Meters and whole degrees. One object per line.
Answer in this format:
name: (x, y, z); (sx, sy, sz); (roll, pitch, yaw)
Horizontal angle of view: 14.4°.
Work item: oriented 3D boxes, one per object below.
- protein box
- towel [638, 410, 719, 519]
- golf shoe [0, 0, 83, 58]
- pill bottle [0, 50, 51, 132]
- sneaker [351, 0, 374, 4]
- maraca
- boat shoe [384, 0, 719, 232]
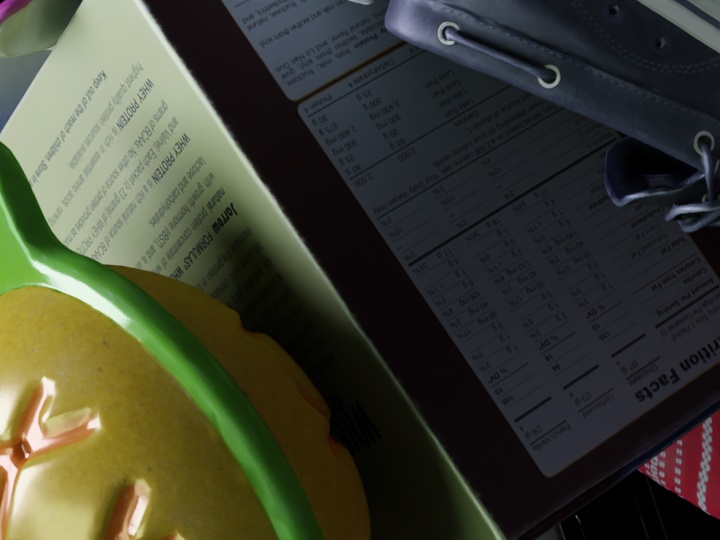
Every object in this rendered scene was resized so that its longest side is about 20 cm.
protein box: (0.000, 0.000, 0.895); (0.200, 0.135, 0.199); (56, 150, 7)
towel: (0.127, 0.033, 0.888); (0.200, 0.022, 0.145); (32, 139, 43)
golf shoe: (-0.087, -0.156, 0.829); (0.075, 0.092, 0.201); (12, 108, 15)
pill bottle: (-0.182, -0.141, 1.008); (0.200, 0.119, 0.120); (50, 148, 24)
sneaker: (0.007, -0.173, 0.790); (0.099, 0.078, 0.201); (-21, 62, 38)
maraca: (-0.071, 0.049, 0.801); (0.200, 0.107, 0.137); (49, 142, 18)
boat shoe: (0.093, -0.039, 0.768); (0.200, 0.062, 0.075); (32, -174, -10)
